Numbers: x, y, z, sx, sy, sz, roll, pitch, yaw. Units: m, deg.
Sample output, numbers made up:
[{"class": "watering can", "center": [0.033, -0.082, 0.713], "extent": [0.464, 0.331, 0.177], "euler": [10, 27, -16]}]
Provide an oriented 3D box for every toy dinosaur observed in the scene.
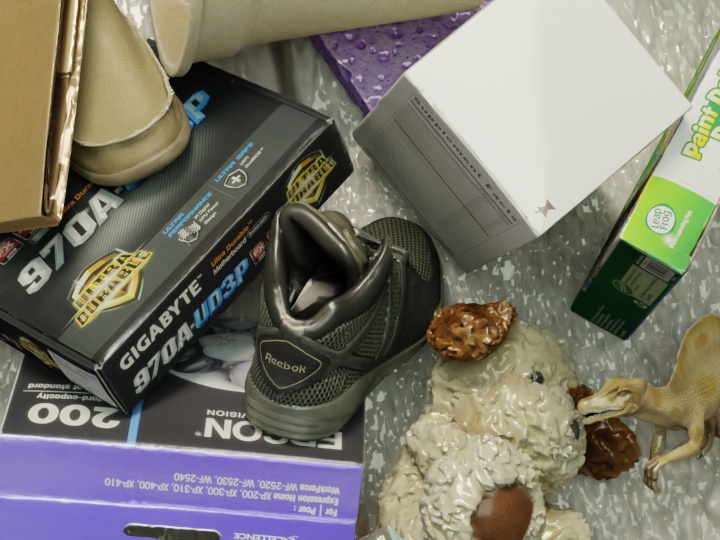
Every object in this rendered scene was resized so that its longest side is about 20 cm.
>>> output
[{"class": "toy dinosaur", "center": [0.204, 0.067, 1.211], "extent": [0.200, 0.058, 0.101], "euler": [-29, 122, -43]}]

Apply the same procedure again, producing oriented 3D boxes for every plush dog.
[{"class": "plush dog", "center": [0.075, 0.110, 1.186], "extent": [0.160, 0.200, 0.172], "euler": [1, 59, 40]}]

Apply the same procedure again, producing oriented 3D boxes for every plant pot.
[{"class": "plant pot", "center": [-0.020, -0.212, 1.196], "extent": [0.183, 0.200, 0.201], "euler": [-2, 78, -13]}]

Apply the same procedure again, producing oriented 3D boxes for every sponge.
[{"class": "sponge", "center": [0.024, -0.161, 1.286], "extent": [0.112, 0.030, 0.200], "euler": [-33, 82, -9]}]

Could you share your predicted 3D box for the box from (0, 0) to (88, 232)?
[{"class": "box", "center": [-0.233, -0.096, 1.198], "extent": [0.200, 0.021, 0.164], "euler": [-6, 75, 40]}]

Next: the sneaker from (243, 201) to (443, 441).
[{"class": "sneaker", "center": [0.000, 0.000, 1.170], "extent": [0.076, 0.114, 0.199], "euler": [20, 33, 17]}]

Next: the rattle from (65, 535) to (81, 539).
[{"class": "rattle", "center": [-0.246, 0.199, 1.142], "extent": [0.200, 0.143, 0.130], "euler": [9, 75, -1]}]

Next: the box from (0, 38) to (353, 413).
[{"class": "box", "center": [-0.125, -0.030, 1.189], "extent": [0.159, 0.046, 0.200], "euler": [26, 65, 37]}]

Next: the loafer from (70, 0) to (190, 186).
[{"class": "loafer", "center": [-0.160, -0.121, 1.203], "extent": [0.076, 0.067, 0.200], "euler": [-33, 46, -6]}]

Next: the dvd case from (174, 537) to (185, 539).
[{"class": "dvd case", "center": [-0.136, 0.252, 1.140], "extent": [0.200, 0.150, 0.025], "euler": [-43, 49, -11]}]

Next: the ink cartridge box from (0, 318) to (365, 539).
[{"class": "ink cartridge box", "center": [-0.096, 0.090, 1.156], "extent": [0.198, 0.200, 0.043], "euler": [4, 120, -2]}]

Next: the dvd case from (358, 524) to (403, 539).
[{"class": "dvd case", "center": [-0.040, 0.215, 1.111], "extent": [0.200, 0.146, 0.022], "euler": [-30, 50, 7]}]

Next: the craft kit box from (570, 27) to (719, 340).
[{"class": "craft kit box", "center": [0.192, -0.070, 1.189], "extent": [0.049, 0.200, 0.198], "euler": [31, 78, 4]}]

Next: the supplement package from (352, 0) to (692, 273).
[{"class": "supplement package", "center": [0.083, -0.081, 1.157], "extent": [0.110, 0.200, 0.114], "euler": [-40, 92, -10]}]
